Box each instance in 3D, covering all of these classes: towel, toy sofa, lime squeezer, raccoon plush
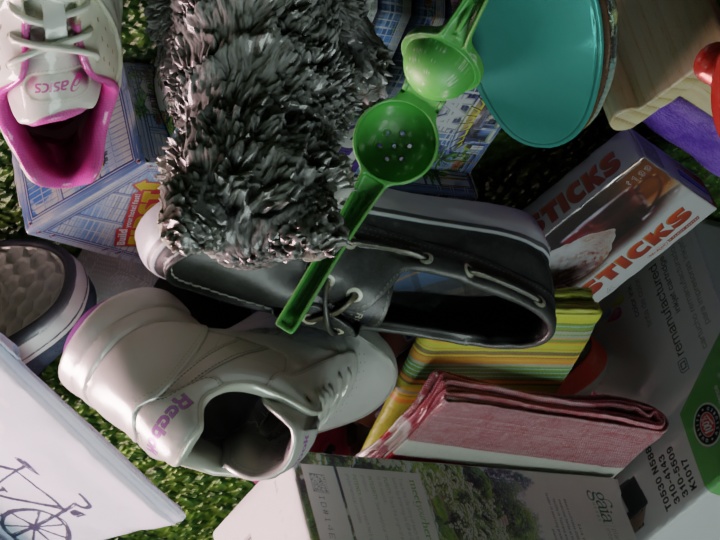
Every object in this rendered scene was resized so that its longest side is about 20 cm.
[{"bbox_3d":[0.043,0.118,1.297,0.144,0.023,0.200,11,139,-34],"label":"towel"},{"bbox_3d":[0.045,0.074,1.271,0.086,0.018,0.200,2,141,-21],"label":"towel"},{"bbox_3d":[0.168,-0.072,1.175,0.098,0.083,0.200,-35,143,25],"label":"toy sofa"},{"bbox_3d":[0.018,-0.068,1.053,0.200,0.038,0.071,-59,164,26],"label":"lime squeezer"},{"bbox_3d":[-0.051,-0.094,0.973,0.097,0.134,0.200,-11,123,12],"label":"raccoon plush"}]

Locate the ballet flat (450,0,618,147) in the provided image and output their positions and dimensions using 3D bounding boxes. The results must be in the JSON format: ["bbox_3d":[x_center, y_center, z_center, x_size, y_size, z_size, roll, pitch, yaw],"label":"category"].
[{"bbox_3d":[0.064,-0.140,1.048,0.069,0.071,0.200,-8,138,15],"label":"ballet flat"}]

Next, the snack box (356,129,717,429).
[{"bbox_3d":[0.075,0.011,1.246,0.200,0.024,0.072,-40,142,19],"label":"snack box"}]

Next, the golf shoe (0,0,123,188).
[{"bbox_3d":[-0.119,-0.114,1.004,0.075,0.092,0.200,-8,144,-7],"label":"golf shoe"}]

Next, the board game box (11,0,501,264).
[{"bbox_3d":[-0.042,-0.061,1.133,0.200,0.062,0.200,4,141,-27],"label":"board game box"}]

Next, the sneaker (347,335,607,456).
[{"bbox_3d":[0.025,0.057,1.340,0.200,0.077,0.082,-25,118,13],"label":"sneaker"}]

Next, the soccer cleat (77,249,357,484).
[{"bbox_3d":[-0.072,0.044,1.263,0.070,0.086,0.200,-57,140,-17],"label":"soccer cleat"}]

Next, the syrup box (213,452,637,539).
[{"bbox_3d":[0.039,0.146,1.244,0.200,0.079,0.081,8,140,-33],"label":"syrup box"}]

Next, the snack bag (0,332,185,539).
[{"bbox_3d":[-0.205,0.096,1.204,0.200,0.021,0.189,-16,137,26],"label":"snack bag"}]

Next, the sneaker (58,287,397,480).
[{"bbox_3d":[-0.044,0.062,1.145,0.200,0.100,0.075,3,124,-51],"label":"sneaker"}]

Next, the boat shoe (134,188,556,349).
[{"bbox_3d":[0.000,0.000,1.130,0.200,0.057,0.069,3,142,-25],"label":"boat shoe"}]

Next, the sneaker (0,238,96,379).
[{"bbox_3d":[-0.163,0.065,1.239,0.202,0.077,0.146,-28,133,35],"label":"sneaker"}]

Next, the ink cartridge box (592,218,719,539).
[{"bbox_3d":[0.158,0.091,1.349,0.084,0.145,0.200,13,137,-34],"label":"ink cartridge box"}]

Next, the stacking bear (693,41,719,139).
[{"bbox_3d":[0.238,-0.082,1.046,0.200,0.121,0.114,-14,141,-13],"label":"stacking bear"}]
